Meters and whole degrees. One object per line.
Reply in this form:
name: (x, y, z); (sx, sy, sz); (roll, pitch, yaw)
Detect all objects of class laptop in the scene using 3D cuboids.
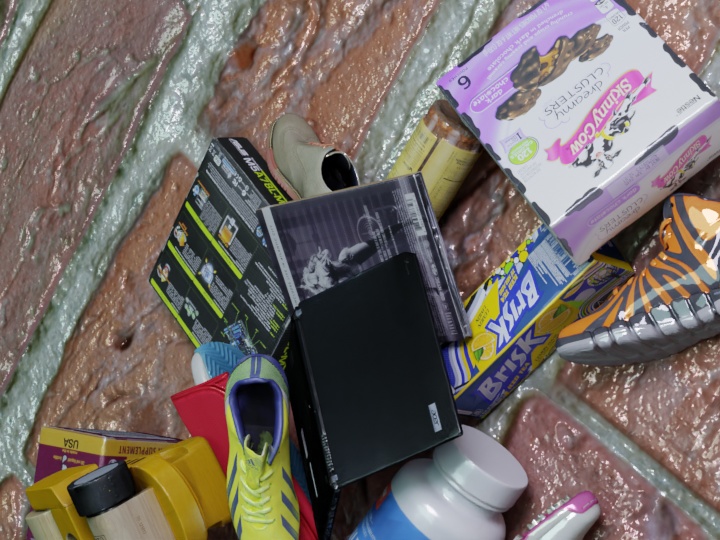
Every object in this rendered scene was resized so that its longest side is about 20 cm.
laptop: (0.004, 0.113, 1.409); (0.200, 0.103, 0.178); (101, 159, -58)

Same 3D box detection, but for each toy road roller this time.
toy road roller: (-0.205, 0.225, 1.499); (0.200, 0.146, 0.123); (-18, 97, 55)

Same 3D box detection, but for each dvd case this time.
dvd case: (0.000, 0.000, 1.444); (0.200, 0.016, 0.149); (-10, 101, 43)

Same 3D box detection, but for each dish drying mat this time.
dish drying mat: (-0.099, 0.191, 1.505); (0.077, 0.018, 0.200); (-24, 101, 35)

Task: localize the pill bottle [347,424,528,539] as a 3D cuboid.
pill bottle: (0.056, 0.235, 1.419); (0.112, 0.112, 0.200); (46, 110, 33)

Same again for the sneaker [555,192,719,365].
sneaker: (0.248, 0.006, 1.337); (0.199, 0.078, 0.112); (-19, 67, 23)

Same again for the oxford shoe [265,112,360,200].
oxford shoe: (-0.035, -0.095, 1.549); (0.074, 0.071, 0.200); (-58, 39, 30)

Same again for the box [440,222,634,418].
box: (0.137, 0.041, 1.411); (0.200, 0.070, 0.064); (-46, 56, 23)

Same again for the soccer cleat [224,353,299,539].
soccer cleat: (-0.090, 0.174, 1.437); (0.064, 0.084, 0.201); (-3, 101, 1)

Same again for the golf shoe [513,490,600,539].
golf shoe: (0.150, 0.273, 1.376); (0.092, 0.075, 0.200); (44, 112, 18)

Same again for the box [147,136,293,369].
box: (-0.116, 0.002, 1.607); (0.200, 0.047, 0.193); (50, 129, 32)

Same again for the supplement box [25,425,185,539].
supplement box: (-0.257, 0.263, 1.647); (0.103, 0.131, 0.201); (4, 87, 39)

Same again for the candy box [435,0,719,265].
candy box: (0.185, -0.132, 1.351); (0.168, 0.072, 0.200); (-38, 51, 5)

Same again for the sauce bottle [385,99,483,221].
sauce bottle: (0.044, -0.062, 1.501); (0.066, 0.066, 0.200); (51, 121, 31)

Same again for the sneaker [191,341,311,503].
sneaker: (-0.114, 0.164, 1.553); (0.081, 0.076, 0.200); (-27, 91, 35)
